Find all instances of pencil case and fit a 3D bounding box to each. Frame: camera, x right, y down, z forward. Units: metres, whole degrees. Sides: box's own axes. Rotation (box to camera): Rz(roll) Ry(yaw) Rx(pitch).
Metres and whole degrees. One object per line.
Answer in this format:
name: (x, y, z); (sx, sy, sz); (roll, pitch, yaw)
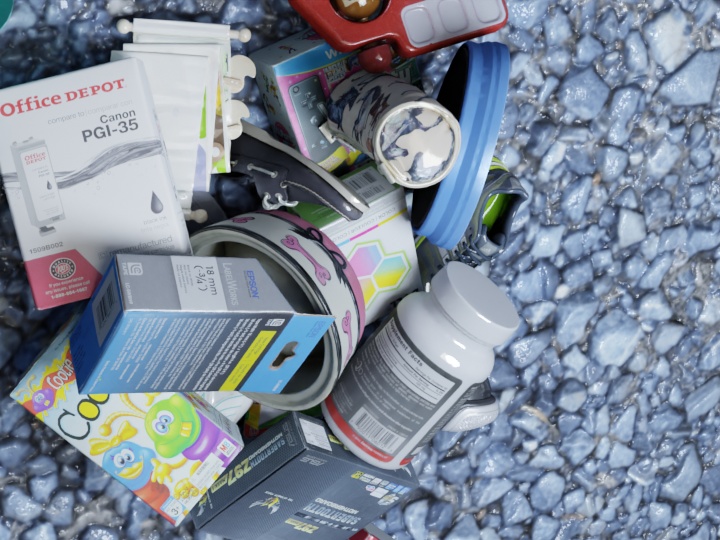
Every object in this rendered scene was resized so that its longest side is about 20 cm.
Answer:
pencil case: (0.026, -0.130, 1.444); (0.078, 0.200, 0.089); (42, 92, -21)

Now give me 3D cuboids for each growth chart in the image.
growth chart: (-0.179, -0.141, 1.479); (0.145, 0.018, 0.200); (11, 91, -11)

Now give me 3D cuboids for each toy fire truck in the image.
toy fire truck: (0.028, -0.278, 1.482); (0.200, 0.112, 0.168); (-20, 90, -18)

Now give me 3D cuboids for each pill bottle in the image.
pill bottle: (0.061, 0.094, 1.573); (0.116, 0.116, 0.200); (26, 116, -31)

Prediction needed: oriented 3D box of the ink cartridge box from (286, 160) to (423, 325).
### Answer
ink cartridge box: (0.000, 0.000, 1.572); (0.104, 0.059, 0.200); (-27, 133, -17)

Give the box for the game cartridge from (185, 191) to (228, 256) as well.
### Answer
game cartridge: (-0.195, -0.028, 1.544); (0.133, 0.041, 0.200); (-39, 121, -4)

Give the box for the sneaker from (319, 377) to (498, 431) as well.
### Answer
sneaker: (0.048, 0.122, 1.700); (0.200, 0.075, 0.114); (-8, 98, -12)

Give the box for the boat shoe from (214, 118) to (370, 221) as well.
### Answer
boat shoe: (-0.071, -0.082, 1.492); (0.063, 0.200, 0.073); (-56, 141, -1)

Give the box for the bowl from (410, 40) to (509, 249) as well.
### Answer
bowl: (0.091, -0.121, 1.489); (0.039, 0.201, 0.201); (14, 103, -7)

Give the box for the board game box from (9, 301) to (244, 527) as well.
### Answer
board game box: (-0.223, 0.136, 1.513); (0.200, 0.105, 0.103); (40, 89, -9)

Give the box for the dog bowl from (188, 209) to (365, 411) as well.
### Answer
dog bowl: (-0.082, 0.031, 1.498); (0.074, 0.200, 0.200); (-41, 126, -42)

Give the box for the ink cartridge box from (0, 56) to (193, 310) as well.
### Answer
ink cartridge box: (-0.245, -0.080, 1.420); (0.146, 0.083, 0.200); (-14, 95, -2)

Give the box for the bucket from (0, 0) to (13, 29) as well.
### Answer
bucket: (-0.387, -0.265, 1.303); (0.207, 0.135, 0.207); (-9, 113, -22)

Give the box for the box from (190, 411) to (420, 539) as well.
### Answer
box: (-0.057, 0.227, 1.631); (0.158, 0.051, 0.200); (-37, 143, 21)

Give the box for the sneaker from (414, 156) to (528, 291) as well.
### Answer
sneaker: (0.107, -0.025, 1.665); (0.074, 0.081, 0.200); (24, 97, -30)

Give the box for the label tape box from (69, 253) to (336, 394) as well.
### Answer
label tape box: (-0.144, 0.051, 1.417); (0.200, 0.063, 0.144); (2, 146, -29)

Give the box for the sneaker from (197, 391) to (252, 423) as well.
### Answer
sneaker: (-0.160, 0.134, 1.601); (0.080, 0.070, 0.200); (18, 101, -27)

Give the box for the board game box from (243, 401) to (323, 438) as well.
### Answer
board game box: (-0.068, 0.079, 1.635); (0.095, 0.030, 0.200); (-7, 115, -44)

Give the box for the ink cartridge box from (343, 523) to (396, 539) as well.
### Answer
ink cartridge box: (-0.020, 0.386, 1.753); (0.146, 0.083, 0.200); (40, 89, -32)

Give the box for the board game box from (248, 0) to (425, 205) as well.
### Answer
board game box: (-0.009, -0.149, 1.574); (0.147, 0.064, 0.200); (-27, 118, -16)
